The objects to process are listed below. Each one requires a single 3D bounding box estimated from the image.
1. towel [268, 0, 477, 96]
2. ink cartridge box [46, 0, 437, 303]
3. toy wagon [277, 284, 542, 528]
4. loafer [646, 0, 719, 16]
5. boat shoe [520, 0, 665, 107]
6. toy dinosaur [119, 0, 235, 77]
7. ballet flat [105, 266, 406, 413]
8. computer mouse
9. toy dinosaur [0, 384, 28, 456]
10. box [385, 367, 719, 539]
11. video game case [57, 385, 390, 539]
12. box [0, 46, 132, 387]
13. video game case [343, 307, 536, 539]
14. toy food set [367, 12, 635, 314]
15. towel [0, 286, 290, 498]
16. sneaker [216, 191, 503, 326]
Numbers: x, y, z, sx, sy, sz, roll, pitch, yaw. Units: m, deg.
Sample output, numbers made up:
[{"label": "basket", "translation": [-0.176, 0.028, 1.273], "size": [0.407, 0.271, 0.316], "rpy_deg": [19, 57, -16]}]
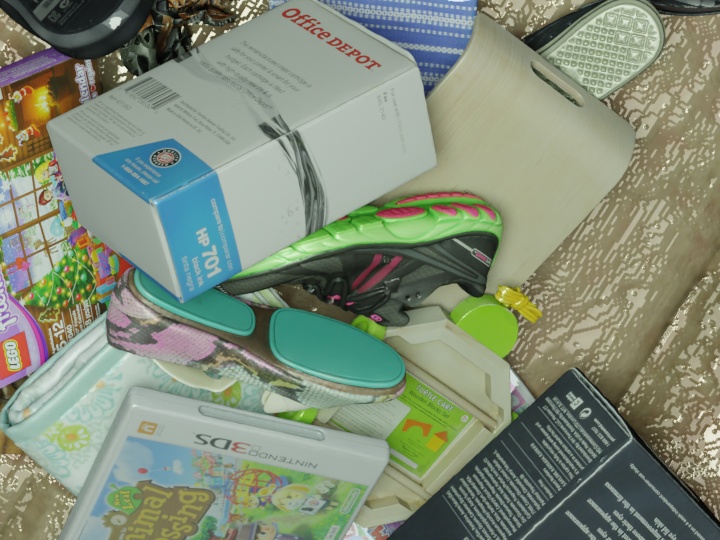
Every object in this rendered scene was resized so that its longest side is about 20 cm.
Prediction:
[{"label": "towel", "translation": [0.001, -0.100, 1.732], "size": [0.145, 0.024, 0.200], "rpy_deg": [7, 111, 5]}, {"label": "ink cartridge box", "translation": [-0.075, -0.081, 1.611], "size": [0.200, 0.146, 0.086], "rpy_deg": [-28, 126, -22]}, {"label": "toy wagon", "translation": [0.044, 0.086, 1.725], "size": [0.155, 0.040, 0.200], "rpy_deg": [36, 100, -30]}, {"label": "loafer", "translation": [0.190, -0.218, 1.735], "size": [0.200, 0.063, 0.072], "rpy_deg": [13, 95, -2]}, {"label": "boat shoe", "translation": [0.123, -0.127, 1.746], "size": [0.200, 0.062, 0.075], "rpy_deg": [-32, 100, 17]}, {"label": "toy dinosaur", "translation": [-0.138, -0.171, 1.735], "size": [0.200, 0.102, 0.136], "rpy_deg": [-35, 78, 38]}, {"label": "ballet flat", "translation": [-0.071, 0.055, 1.644], "size": [0.200, 0.069, 0.071], "rpy_deg": [18, 126, -11]}, {"label": "computer mouse", "translation": [-0.193, -0.199, 1.695], "size": [0.138, 0.200, 0.053], "rpy_deg": [-44, 136, -2]}, {"label": "toy dinosaur", "translation": [-0.269, 0.096, 1.762], "size": [0.200, 0.060, 0.106], "rpy_deg": [15, 96, -2]}, {"label": "box", "translation": [0.132, 0.195, 1.727], "size": [0.200, 0.104, 0.148], "rpy_deg": [-42, 123, 3]}, {"label": "video game case", "translation": [-0.100, 0.166, 1.713], "size": [0.182, 0.022, 0.200], "rpy_deg": [14, 132, -17]}, {"label": "box", "translation": [-0.222, -0.037, 1.695], "size": [0.137, 0.039, 0.200], "rpy_deg": [-28, 119, -37]}, {"label": "video game case", "translation": [0.017, 0.115, 1.787], "size": [0.200, 0.018, 0.143], "rpy_deg": [-37, 95, 3]}, {"label": "toy food set", "translation": [0.069, -0.059, 1.712], "size": [0.143, 0.060, 0.200], "rpy_deg": [35, 109, -21]}, {"label": "towel", "translation": [-0.120, 0.088, 1.713], "size": [0.200, 0.048, 0.171], "rpy_deg": [-40, 125, 5]}, {"label": "sneaker", "translation": [0.000, 0.000, 1.637], "size": [0.200, 0.077, 0.084], "rpy_deg": [-5, 107, -16]}]
